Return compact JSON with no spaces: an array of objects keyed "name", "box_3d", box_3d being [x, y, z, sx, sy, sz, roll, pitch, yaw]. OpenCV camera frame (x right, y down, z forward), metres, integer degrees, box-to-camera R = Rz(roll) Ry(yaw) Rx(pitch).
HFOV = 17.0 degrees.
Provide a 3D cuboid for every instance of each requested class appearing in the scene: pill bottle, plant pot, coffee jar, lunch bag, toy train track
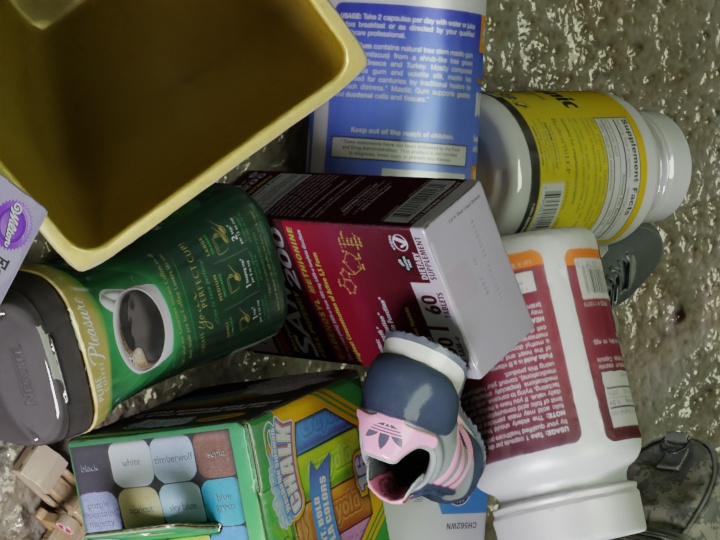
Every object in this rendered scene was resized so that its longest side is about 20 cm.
[{"name":"pill bottle","box_3d":[0.024,-0.135,1.551,0.112,0.112,0.200,2,93,-43]},{"name":"plant pot","box_3d":[-0.149,-0.161,1.311,0.195,0.200,0.194,-36,123,2]},{"name":"coffee jar","box_3d":[-0.142,0.026,1.429,0.200,0.085,0.104,-26,110,-40]},{"name":"pill bottle","box_3d":[0.118,0.081,1.564,0.114,0.114,0.200,-3,78,-43]},{"name":"pill bottle","box_3d":[0.135,-0.069,1.664,0.200,0.111,0.111,-4,97,-44]},{"name":"lunch bag","box_3d":[0.230,0.240,1.765,0.168,0.139,0.200,-45,123,-30]},{"name":"toy train track","box_3d":[-0.139,0.173,1.483,0.200,0.033,0.115,49,62,-36]}]

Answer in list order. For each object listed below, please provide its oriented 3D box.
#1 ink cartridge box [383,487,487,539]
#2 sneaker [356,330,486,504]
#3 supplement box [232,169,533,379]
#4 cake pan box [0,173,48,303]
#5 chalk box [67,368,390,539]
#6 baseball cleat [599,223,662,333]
[{"name":"ink cartridge box","box_3d":[0.005,0.209,1.587,0.144,0.085,0.200,3,93,-45]},{"name":"sneaker","box_3d":[0.028,0.111,1.457,0.200,0.070,0.082,71,40,-60]},{"name":"supplement box","box_3d":[0.000,0.000,1.481,0.061,0.200,0.109,-40,120,-35]},{"name":"cake pan box","box_3d":[-0.270,0.027,1.243,0.052,0.184,0.200,40,66,-43]},{"name":"chalk box","box_3d":[-0.084,0.142,1.419,0.200,0.125,0.124,-21,102,-62]},{"name":"baseball cleat","box_3d":[0.163,0.025,1.703,0.200,0.106,0.070,-26,125,-33]}]
